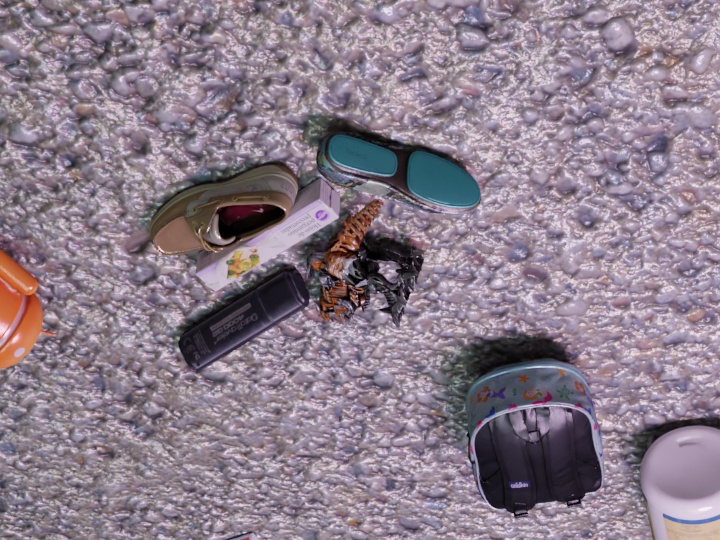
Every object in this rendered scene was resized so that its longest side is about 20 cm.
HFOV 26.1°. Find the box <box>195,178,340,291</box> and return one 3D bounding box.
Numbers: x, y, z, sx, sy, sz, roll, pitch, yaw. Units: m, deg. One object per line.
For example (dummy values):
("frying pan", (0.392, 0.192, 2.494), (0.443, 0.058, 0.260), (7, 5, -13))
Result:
("box", (-0.112, -0.041, 1.853), (0.199, 0.042, 0.039), (-30, 127, 26))

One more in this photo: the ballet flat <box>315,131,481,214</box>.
("ballet flat", (0.040, -0.107, 1.780), (0.198, 0.075, 0.074), (20, 131, -15))

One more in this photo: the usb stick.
("usb stick", (-0.147, 0.062, 1.946), (0.199, 0.033, 0.056), (-31, 82, 27))

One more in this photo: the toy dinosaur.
("toy dinosaur", (0.000, 0.000, 1.859), (0.135, 0.103, 0.200), (21, 155, 5))

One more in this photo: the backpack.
("backpack", (0.221, 0.200, 1.998), (0.176, 0.152, 0.201), (-11, 140, 8))

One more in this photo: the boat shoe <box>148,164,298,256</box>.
("boat shoe", (-0.165, -0.060, 1.817), (0.199, 0.067, 0.074), (-24, 129, 22))

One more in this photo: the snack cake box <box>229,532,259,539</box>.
("snack cake box", (-0.231, 0.477, 2.296), (0.199, 0.116, 0.067), (-20, 131, 20))

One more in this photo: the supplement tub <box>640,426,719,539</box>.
("supplement tub", (0.461, 0.324, 2.104), (0.143, 0.145, 0.201), (-10, 133, 11))

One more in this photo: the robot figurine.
("robot figurine", (-0.468, 0.043, 1.888), (0.200, 0.116, 0.144), (40, 80, -31))
